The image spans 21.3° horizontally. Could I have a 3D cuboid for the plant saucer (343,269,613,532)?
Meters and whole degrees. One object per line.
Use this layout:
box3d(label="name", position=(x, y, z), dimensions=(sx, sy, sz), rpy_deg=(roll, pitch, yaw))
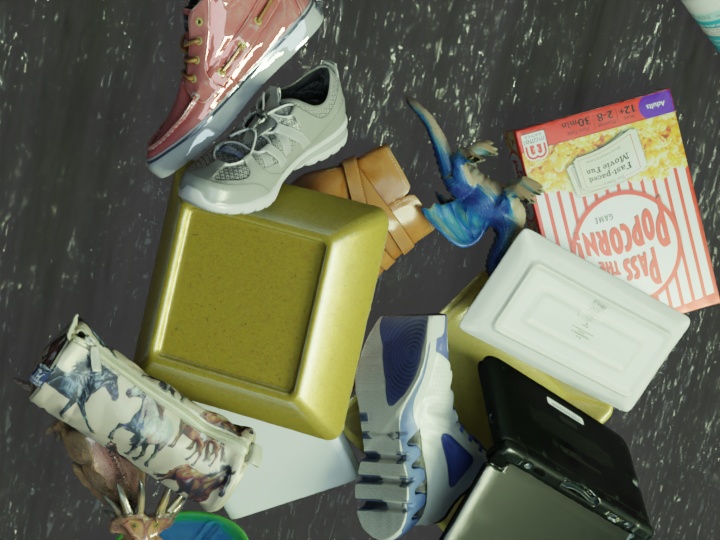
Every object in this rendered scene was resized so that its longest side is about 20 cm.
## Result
box3d(label="plant saucer", position=(0.101, 0.124, 1.769), dimensions=(0.200, 0.048, 0.200), rpy_deg=(-44, 113, 2))

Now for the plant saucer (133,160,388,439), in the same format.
box3d(label="plant saucer", position=(-0.094, 0.024, 1.609), dimensions=(0.198, 0.048, 0.202), rpy_deg=(14, 96, 17))

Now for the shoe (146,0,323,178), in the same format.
box3d(label="shoe", position=(-0.129, -0.177, 1.606), dimensions=(0.200, 0.071, 0.091), rpy_deg=(-46, 110, -2))

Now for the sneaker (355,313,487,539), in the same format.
box3d(label="sneaker", position=(0.058, 0.138, 1.699), dimensions=(0.115, 0.080, 0.201), rpy_deg=(7, 88, -47))

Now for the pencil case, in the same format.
box3d(label="pencil case", position=(-0.178, 0.120, 1.585), dimensions=(0.199, 0.089, 0.078), rpy_deg=(33, 55, -7))

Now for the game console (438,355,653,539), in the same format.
box3d(label="game console", position=(0.153, 0.204, 1.703), dimensions=(0.199, 0.177, 0.116), rpy_deg=(32, 121, -33))

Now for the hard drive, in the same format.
box3d(label="hard drive", position=(-0.099, 0.118, 1.704), dimensions=(0.131, 0.026, 0.201), rpy_deg=(-19, 113, 16))

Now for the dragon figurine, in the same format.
box3d(label="dragon figurine", position=(0.093, -0.059, 1.677), dimensions=(0.200, 0.059, 0.100), rpy_deg=(38, 115, 1))

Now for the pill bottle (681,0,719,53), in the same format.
box3d(label="pill bottle", position=(0.376, -0.210, 1.701), dimensions=(0.111, 0.111, 0.200), rpy_deg=(-41, 112, 1))

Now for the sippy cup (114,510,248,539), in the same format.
box3d(label="sippy cup", position=(-0.158, 0.309, 1.722), dimensions=(0.139, 0.177, 0.131), rpy_deg=(-34, 130, -40))

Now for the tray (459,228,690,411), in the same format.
box3d(label="tray", position=(0.194, 0.050, 1.683), dimensions=(0.199, 0.022, 0.108), rpy_deg=(27, 104, -25))

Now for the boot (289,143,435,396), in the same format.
box3d(label="boot", position=(0.000, 0.000, 1.692), dimensions=(0.154, 0.074, 0.201), rpy_deg=(-30, 114, -8))

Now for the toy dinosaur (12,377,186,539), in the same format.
box3d(label="toy dinosaur", position=(-0.215, 0.163, 1.651), dimensions=(0.086, 0.136, 0.201), rpy_deg=(-34, 112, -2))

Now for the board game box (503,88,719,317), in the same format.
box3d(label="board game box", position=(0.227, -0.048, 1.725), dimensions=(0.150, 0.046, 0.202), rpy_deg=(-16, 96, -9))

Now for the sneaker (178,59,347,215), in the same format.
box3d(label="sneaker", position=(-0.083, -0.114, 1.587), dimensions=(0.200, 0.074, 0.083), rpy_deg=(-41, 144, -45))
